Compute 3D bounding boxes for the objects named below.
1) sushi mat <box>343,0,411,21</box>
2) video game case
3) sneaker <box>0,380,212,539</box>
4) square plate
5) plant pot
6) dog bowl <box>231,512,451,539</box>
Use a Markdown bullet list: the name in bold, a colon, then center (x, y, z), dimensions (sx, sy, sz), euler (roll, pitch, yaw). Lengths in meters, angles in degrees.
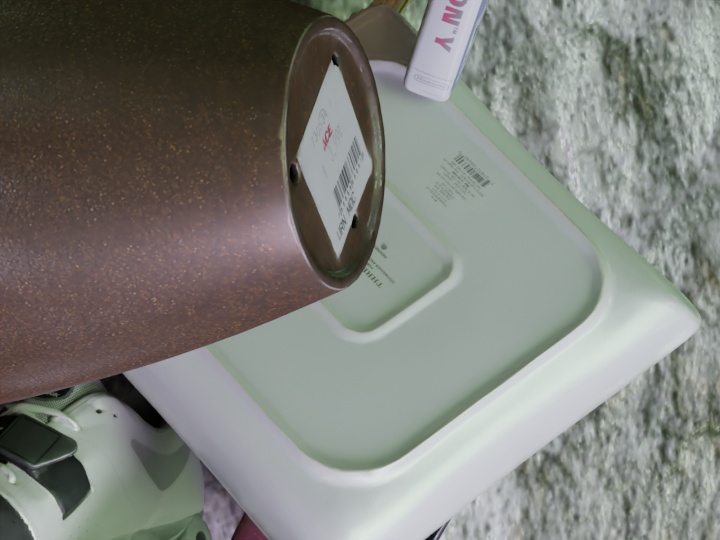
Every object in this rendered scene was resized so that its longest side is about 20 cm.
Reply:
- **sushi mat**: center (-0.034, -0.046, 1.144), dimensions (0.012, 0.096, 0.200), euler (37, 60, -11)
- **video game case**: center (0.072, -0.194, 1.075), dimensions (0.183, 0.023, 0.200), euler (108, 3, -47)
- **sneaker**: center (-0.133, 0.081, 1.048), dimensions (0.200, 0.074, 0.089), euler (-8, 98, -58)
- **square plate**: center (0.000, 0.000, 1.050), dimensions (0.198, 0.200, 0.028), euler (-35, 158, -23)
- **plant pot**: center (-0.099, -0.037, 0.943), dimensions (0.187, 0.199, 0.188), euler (-1, 90, -69)
- **dog bowl**: center (0.015, 0.061, 1.140), dimensions (0.074, 0.200, 0.200), euler (30, 62, 0)
